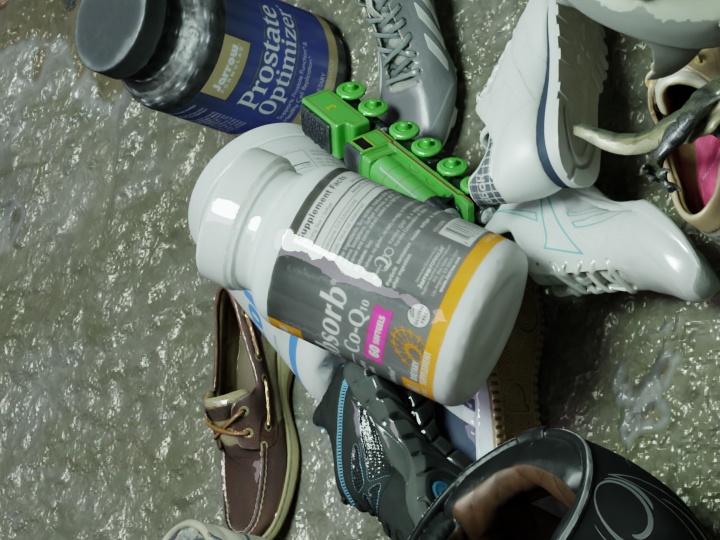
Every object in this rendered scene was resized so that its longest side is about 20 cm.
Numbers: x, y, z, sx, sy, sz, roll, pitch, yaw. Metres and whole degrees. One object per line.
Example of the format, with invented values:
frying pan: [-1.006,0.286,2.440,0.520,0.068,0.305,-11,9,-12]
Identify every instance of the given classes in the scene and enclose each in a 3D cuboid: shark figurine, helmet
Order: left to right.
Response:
helmet: [0.133,0.215,1.415,0.199,0.191,0.200,-34,23,17]
shark figurine: [0.172,-0.158,1.437,0.090,0.213,0.129,104,173,-53]

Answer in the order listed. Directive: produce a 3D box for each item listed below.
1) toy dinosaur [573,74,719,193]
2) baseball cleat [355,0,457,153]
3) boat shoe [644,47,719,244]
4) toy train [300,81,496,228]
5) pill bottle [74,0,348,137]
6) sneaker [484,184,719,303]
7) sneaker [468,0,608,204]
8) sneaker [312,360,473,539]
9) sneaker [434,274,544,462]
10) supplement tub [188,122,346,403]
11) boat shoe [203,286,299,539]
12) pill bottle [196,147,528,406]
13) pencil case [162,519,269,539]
toy dinosaur: [0.212,-0.088,1.425,0.199,0.047,0.089,-22,38,33]
baseball cleat: [0.019,-0.183,1.708,0.069,0.106,0.202,-19,68,37]
boat shoe: [0.220,-0.113,1.500,0.074,0.069,0.202,-31,58,38]
toy train: [0.023,-0.078,1.653,0.200,0.056,0.042,41,143,45]
pill bottle: [-0.114,-0.167,1.776,0.111,0.199,0.113,-15,68,43]
sneaker: [0.157,-0.011,1.527,0.080,0.071,0.200,-47,37,-9]
sneaker: [0.117,-0.128,1.569,0.080,0.076,0.201,-20,38,31]
sneaker: [0.032,0.145,1.551,0.082,0.073,0.201,-47,51,33]
sneaker: [0.069,0.081,1.609,0.108,0.070,0.202,-14,72,42]
supplement tub: [-0.027,-0.002,1.690,0.132,0.131,0.200,-59,44,17]
boat shoe: [-0.092,0.108,1.771,0.072,0.072,0.202,-8,73,45]
pill bottle: [0.000,0.000,1.522,0.199,0.116,0.117,23,97,17]
pencil case: [-0.055,0.224,1.605,0.089,0.199,0.078,-16,64,49]
